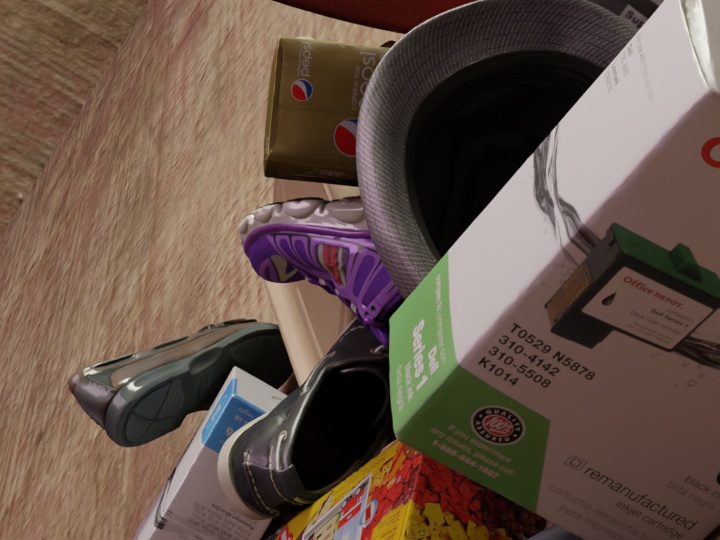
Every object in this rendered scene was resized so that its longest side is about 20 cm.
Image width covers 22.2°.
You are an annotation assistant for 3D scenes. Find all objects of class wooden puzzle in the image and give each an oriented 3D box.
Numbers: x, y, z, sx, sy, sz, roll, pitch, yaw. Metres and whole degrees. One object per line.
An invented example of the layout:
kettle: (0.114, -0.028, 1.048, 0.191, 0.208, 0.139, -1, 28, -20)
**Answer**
wooden puzzle: (-0.023, -0.024, 1.214, 0.200, 0.037, 0.185, 102, 155, -44)

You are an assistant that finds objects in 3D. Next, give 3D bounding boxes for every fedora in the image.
fedora: (0.087, -0.027, 0.901, 0.176, 0.200, 0.090, -24, -21, -12)

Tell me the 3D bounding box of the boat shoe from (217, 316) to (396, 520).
boat shoe: (0.007, 0.069, 1.041, 0.200, 0.072, 0.068, -41, 7, -36)

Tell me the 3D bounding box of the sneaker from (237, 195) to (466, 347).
sneaker: (0.000, 0.000, 1.029, 0.200, 0.080, 0.084, 1, 90, 52)

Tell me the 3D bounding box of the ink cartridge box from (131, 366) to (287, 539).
ink cartridge box: (-0.108, 0.174, 1.236, 0.200, 0.068, 0.116, -60, 5, 3)

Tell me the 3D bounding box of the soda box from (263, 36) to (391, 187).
soda box: (-0.018, -0.083, 1.003, 0.200, 0.067, 0.064, 177, 99, -87)

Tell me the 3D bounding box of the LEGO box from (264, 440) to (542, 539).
LEGO box: (-0.002, 0.188, 0.926, 0.200, 0.077, 0.149, -42, 25, 46)

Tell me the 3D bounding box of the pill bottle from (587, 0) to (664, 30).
pill bottle: (0.132, -0.134, 1.002, 0.200, 0.114, 0.114, -53, 19, 23)

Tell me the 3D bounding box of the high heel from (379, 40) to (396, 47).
high heel: (0.021, -0.106, 1.284, 0.143, 0.071, 0.201, 112, 169, -62)

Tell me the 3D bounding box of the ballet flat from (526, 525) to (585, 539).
ballet flat: (0.082, 0.149, 0.757, 0.073, 0.073, 0.200, -59, 17, 3)

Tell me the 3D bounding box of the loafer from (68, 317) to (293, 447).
loafer: (-0.120, 0.066, 1.299, 0.200, 0.063, 0.072, -18, -48, -52)

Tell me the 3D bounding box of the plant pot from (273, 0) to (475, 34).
plant pot: (0.009, -0.290, 1.349, 0.200, 0.175, 0.201, -90, -4, -59)

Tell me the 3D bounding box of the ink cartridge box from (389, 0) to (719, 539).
ink cartridge box: (0.126, 0.009, 0.737, 0.200, 0.146, 0.084, -51, 21, 30)
